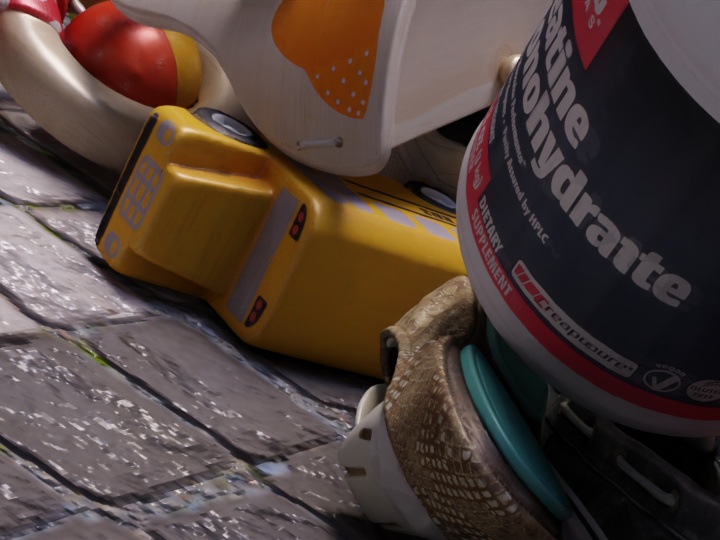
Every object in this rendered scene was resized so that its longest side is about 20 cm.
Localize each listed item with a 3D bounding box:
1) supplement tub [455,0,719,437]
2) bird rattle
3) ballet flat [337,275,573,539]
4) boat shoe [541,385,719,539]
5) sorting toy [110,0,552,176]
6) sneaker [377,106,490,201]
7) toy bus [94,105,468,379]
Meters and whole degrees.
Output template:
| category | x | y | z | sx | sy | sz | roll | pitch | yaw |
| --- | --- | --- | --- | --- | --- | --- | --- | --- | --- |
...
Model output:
| category | x | y | z | sx | sy | sz | roll | pitch | yaw |
| --- | --- | --- | --- | --- | --- | --- | --- | --- | --- |
| supplement tub | 0.121 | -0.053 | 0.537 | 0.139 | 0.200 | 0.141 | 9 | 55 | -14 |
| bird rattle | -0.117 | -0.109 | 0.810 | 0.163 | 0.113 | 0.200 | 49 | 24 | 18 |
| ballet flat | 0.028 | 0.053 | 0.585 | 0.071 | 0.065 | 0.200 | 59 | 9 | -5 |
| boat shoe | 0.100 | 0.067 | 0.640 | 0.072 | 0.071 | 0.200 | 22 | 15 | -19 |
| sorting toy | -0.004 | -0.123 | 0.753 | 0.179 | 0.108 | 0.199 | 10 | 24 | 38 |
| sneaker | 0.099 | -0.046 | 0.808 | 0.198 | 0.076 | 0.092 | -3 | -13 | -22 |
| toy bus | 0.000 | 0.000 | 0.717 | 0.199 | 0.065 | 0.078 | 17 | 18 | -38 |
